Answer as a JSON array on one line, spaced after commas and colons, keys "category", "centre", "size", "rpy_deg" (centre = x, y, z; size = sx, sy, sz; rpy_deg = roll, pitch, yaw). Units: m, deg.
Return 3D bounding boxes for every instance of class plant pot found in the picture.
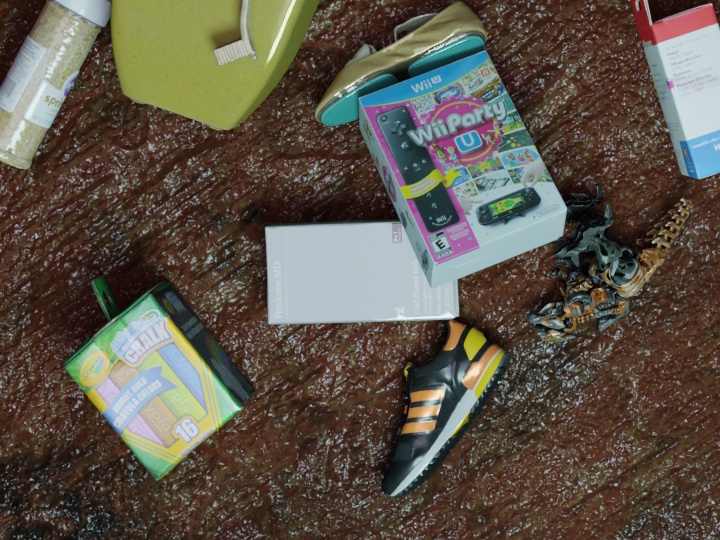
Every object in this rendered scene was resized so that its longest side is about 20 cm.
[{"category": "plant pot", "centre": [-0.148, -0.254, 1.594], "size": [0.194, 0.194, 0.202], "rpy_deg": [18, 101, 1]}]

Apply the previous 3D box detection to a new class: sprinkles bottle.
[{"category": "sprinkles bottle", "centre": [-0.332, -0.208, 1.661], "size": [0.068, 0.068, 0.201], "rpy_deg": [30, 96, 0]}]

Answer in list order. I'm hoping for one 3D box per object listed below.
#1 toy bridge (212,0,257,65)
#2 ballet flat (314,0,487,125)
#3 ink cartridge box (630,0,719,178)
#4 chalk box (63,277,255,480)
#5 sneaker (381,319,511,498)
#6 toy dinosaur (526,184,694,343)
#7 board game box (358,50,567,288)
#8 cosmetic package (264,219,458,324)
[{"category": "toy bridge", "centre": [-0.135, -0.291, 1.475], "size": [0.067, 0.027, 0.202], "rpy_deg": [-19, 102, 10]}, {"category": "ballet flat", "centre": [0.036, -0.218, 1.655], "size": [0.198, 0.069, 0.063], "rpy_deg": [-26, 66, 2]}, {"category": "ink cartridge box", "centre": [0.334, -0.200, 1.606], "size": [0.067, 0.116, 0.202], "rpy_deg": [-17, 95, 5]}, {"category": "chalk box", "centre": [-0.222, 0.095, 1.656], "size": [0.124, 0.124, 0.200], "rpy_deg": [-39, 91, 5]}, {"category": "sneaker", "centre": [0.071, 0.145, 1.681], "size": [0.090, 0.070, 0.201], "rpy_deg": [38, 96, 14]}, {"category": "toy dinosaur", "centre": [0.253, -0.011, 1.652], "size": [0.200, 0.102, 0.136], "rpy_deg": [-46, 115, -8]}, {"category": "board game box", "centre": [0.100, -0.104, 1.600], "size": [0.146, 0.064, 0.201], "rpy_deg": [-21, 66, -7]}, {"category": "cosmetic package", "centre": [0.000, 0.000, 1.655], "size": [0.198, 0.090, 0.108], "rpy_deg": [-4, 93, 0]}]
